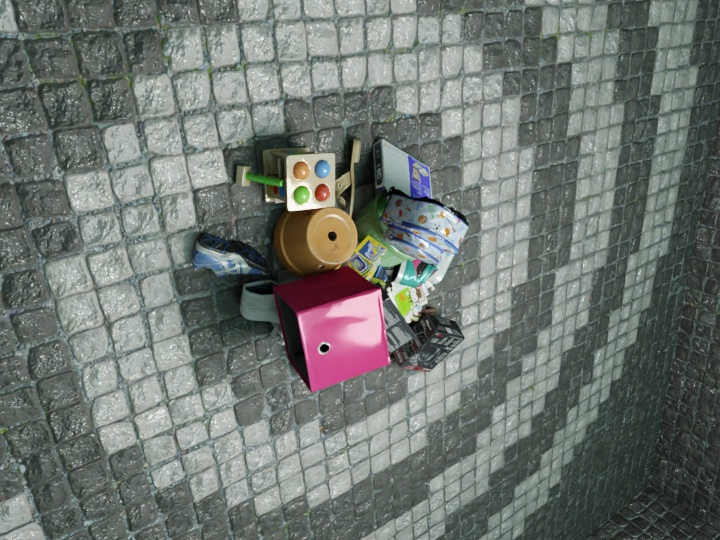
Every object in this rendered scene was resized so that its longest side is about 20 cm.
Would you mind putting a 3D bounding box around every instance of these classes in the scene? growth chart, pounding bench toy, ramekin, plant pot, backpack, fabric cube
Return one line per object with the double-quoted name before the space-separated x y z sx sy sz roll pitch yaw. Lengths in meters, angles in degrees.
"growth chart" 0.154 0.063 1.614 0.200 0.018 0.146 -42 110 -36
"pounding bench toy" -0.174 -0.212 1.245 0.198 0.156 0.126 -11 112 -31
"ramekin" 0.077 -0.108 1.446 0.199 0.097 0.202 26 51 -36
"plant pot" -0.098 -0.081 1.324 0.198 0.140 0.203 2 87 -30
"backpack" 0.157 -0.103 1.295 0.199 0.190 0.156 21 83 -38
"fabric cube" -0.068 0.127 1.235 0.197 0.200 0.198 -15 111 -20

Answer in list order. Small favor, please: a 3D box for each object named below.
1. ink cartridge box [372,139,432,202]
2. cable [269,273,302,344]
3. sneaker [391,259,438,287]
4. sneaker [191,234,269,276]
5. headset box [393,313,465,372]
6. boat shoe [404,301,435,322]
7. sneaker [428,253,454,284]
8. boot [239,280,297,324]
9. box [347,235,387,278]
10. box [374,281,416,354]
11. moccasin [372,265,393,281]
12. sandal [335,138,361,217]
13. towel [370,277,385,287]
"ink cartridge box" 0.119 -0.230 1.450 0.197 0.043 0.202 21 55 -39
"cable" -0.149 0.099 1.437 0.198 0.069 0.202 9 101 -38
"sneaker" 0.172 -0.033 1.550 0.120 0.084 0.202 25 63 -11
"sneaker" -0.311 -0.025 1.286 0.199 0.076 0.077 20 117 -38
"headset box" 0.207 0.239 1.692 0.148 0.078 0.200 16 126 -39
"boat shoe" 0.170 0.121 1.673 0.199 0.072 0.073 19 84 -39
"sneaker" 0.238 -0.064 1.631 0.080 0.076 0.202 32 72 -29
"boot" -0.192 0.076 1.303 0.198 0.074 0.096 2 135 -14
"box" 0.000 0.000 1.406 0.070 0.064 0.201 -49 171 -35
"box" 0.046 0.146 1.465 0.141 0.079 0.200 -35 133 0
"moccasin" 0.044 0.015 1.547 0.068 0.080 0.202 -9 126 -37
"sandal" -0.046 -0.239 1.399 0.069 0.078 0.214 7 97 -4
"towel" 0.016 0.109 1.534 0.018 0.085 0.202 -37 141 -57
